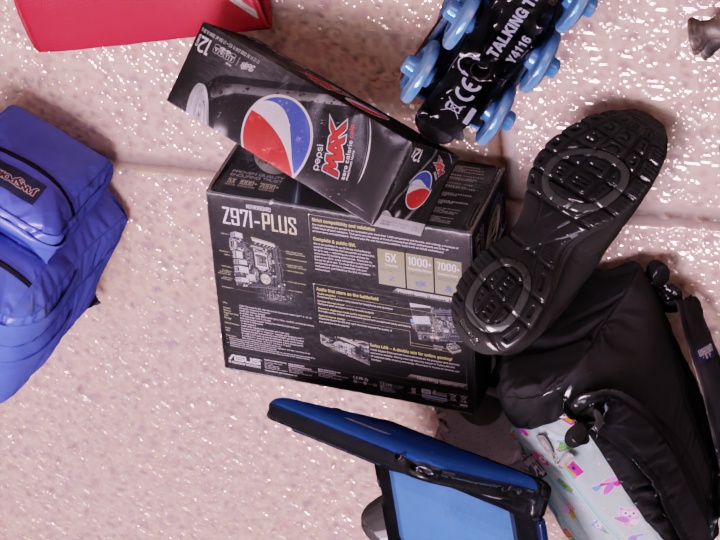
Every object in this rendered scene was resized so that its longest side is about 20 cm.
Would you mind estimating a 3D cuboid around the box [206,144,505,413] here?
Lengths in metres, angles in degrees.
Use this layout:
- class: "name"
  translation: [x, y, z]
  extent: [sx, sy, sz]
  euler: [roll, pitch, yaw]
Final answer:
- class: "box"
  translation: [0.000, 0.000, 1.638]
  extent: [0.199, 0.086, 0.165]
  euler: [9, 129, 17]

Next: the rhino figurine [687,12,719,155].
- class: "rhino figurine"
  translation: [0.278, -0.092, 1.478]
  extent: [0.087, 0.060, 0.201]
  euler: [-11, 123, 17]

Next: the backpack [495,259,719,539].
- class: "backpack"
  translation: [0.188, 0.114, 1.622]
  extent: [0.126, 0.167, 0.201]
  euler: [-1, 129, 47]

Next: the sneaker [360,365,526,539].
- class: "sneaker"
  translation: [0.062, 0.126, 1.733]
  extent: [0.199, 0.075, 0.116]
  euler: [-29, 105, 25]

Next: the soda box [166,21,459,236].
- class: "soda box"
  translation: [-0.034, -0.098, 1.543]
  extent: [0.200, 0.071, 0.064]
  euler: [32, 101, 31]

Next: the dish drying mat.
- class: "dish drying mat"
  translation: [-0.161, -0.197, 1.619]
  extent: [0.199, 0.018, 0.077]
  euler: [-3, 124, 25]

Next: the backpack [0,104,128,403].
- class: "backpack"
  translation: [-0.283, -0.015, 1.687]
  extent: [0.162, 0.200, 0.168]
  euler: [26, 131, 4]

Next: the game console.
- class: "game console"
  translation: [0.037, 0.178, 1.609]
  extent: [0.170, 0.119, 0.200]
  euler: [15, 180, -37]

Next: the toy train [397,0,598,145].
- class: "toy train"
  translation: [0.096, -0.169, 1.465]
  extent: [0.086, 0.115, 0.200]
  euler: [28, 131, -7]

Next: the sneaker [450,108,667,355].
- class: "sneaker"
  translation: [0.138, -0.025, 1.549]
  extent: [0.076, 0.091, 0.200]
  euler: [41, 91, 20]
